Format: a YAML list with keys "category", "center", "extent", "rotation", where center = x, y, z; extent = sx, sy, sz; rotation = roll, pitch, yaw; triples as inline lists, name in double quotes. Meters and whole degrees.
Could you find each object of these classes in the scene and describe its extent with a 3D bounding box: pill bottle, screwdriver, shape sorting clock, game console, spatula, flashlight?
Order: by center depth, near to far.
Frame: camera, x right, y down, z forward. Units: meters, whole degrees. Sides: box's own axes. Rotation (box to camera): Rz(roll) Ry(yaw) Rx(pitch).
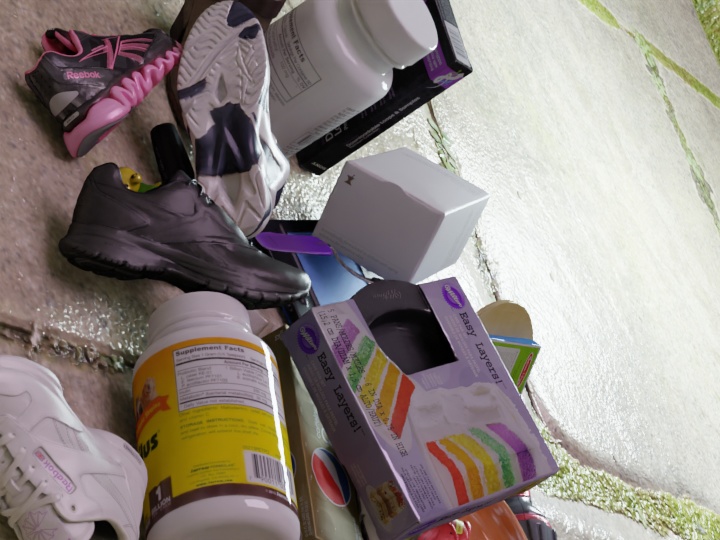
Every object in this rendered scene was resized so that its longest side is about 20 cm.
- category: "pill bottle"
  center: [-0.108, 0.117, 1.315]
  extent: [0.109, 0.109, 0.201]
  rotation: [35, 34, -43]
- category: "screwdriver"
  center: [-0.134, -0.034, 1.532]
  extent: [0.028, 0.029, 0.201]
  rotation: [4, 58, -61]
- category: "spatula"
  center: [0.000, 0.000, 1.590]
  extent: [0.199, 0.021, 0.057]
  rotation: [22, 9, -24]
- category: "shape sorting clock"
  center: [0.095, 0.118, 1.648]
  extent: [0.039, 0.201, 0.200]
  rotation: [27, 5, 33]
- category: "game console"
  center: [0.018, 0.009, 1.670]
  extent: [0.200, 0.118, 0.171]
  rotation: [-3, 65, -64]
- category: "pill bottle"
  center: [-0.033, -0.194, 1.695]
  extent: [0.114, 0.199, 0.115]
  rotation: [44, 29, -32]
- category: "flashlight"
  center: [0.148, 0.202, 1.766]
  extent: [0.068, 0.068, 0.201]
  rotation: [36, 34, -36]

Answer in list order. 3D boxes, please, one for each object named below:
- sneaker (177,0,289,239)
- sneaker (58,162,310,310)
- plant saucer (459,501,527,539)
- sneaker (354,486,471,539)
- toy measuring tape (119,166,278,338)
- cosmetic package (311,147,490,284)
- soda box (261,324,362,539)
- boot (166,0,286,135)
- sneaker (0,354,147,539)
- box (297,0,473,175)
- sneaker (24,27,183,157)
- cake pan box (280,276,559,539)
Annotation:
- category: "sneaker"
  center: [-0.106, -0.120, 1.558]
  extent: [0.130, 0.079, 0.200]
  rotation: [79, 1, -83]
- category: "sneaker"
  center: [-0.125, -0.025, 1.383]
  extent: [0.199, 0.076, 0.091]
  rotation: [18, 76, -25]
- category: "plant saucer"
  center: [0.089, 0.269, 1.585]
  extent: [0.200, 0.037, 0.201]
  rotation: [33, 44, -39]
- category: "sneaker"
  center: [0.045, 0.212, 1.477]
  extent: [0.077, 0.084, 0.201]
  rotation: [132, -63, -83]
- category: "toy measuring tape"
  center: [-0.126, -0.008, 1.458]
  extent: [0.200, 0.073, 0.074]
  rotation: [47, 27, -19]
- category: "cosmetic package"
  center: [0.042, -0.054, 1.719]
  extent: [0.107, 0.085, 0.200]
  rotation: [30, 16, 12]
- category: "soda box"
  center: [-0.052, 0.147, 1.444]
  extent: [0.068, 0.064, 0.201]
  rotation: [35, 34, -44]
- category: "boot"
  center: [-0.109, -0.211, 1.624]
  extent: [0.070, 0.146, 0.201]
  rotation: [11, 47, -41]
- category: "sneaker"
  center: [-0.205, 0.124, 1.159]
  extent: [0.200, 0.075, 0.100]
  rotation: [40, 29, -36]
- category: "box"
  center: [0.007, -0.203, 1.787]
  extent: [0.036, 0.200, 0.144]
  rotation: [23, 42, -47]
- category: "sneaker"
  center: [-0.213, -0.170, 1.491]
  extent: [0.095, 0.079, 0.200]
  rotation: [44, 25, -7]
- category: "cake pan box"
  center: [0.048, 0.105, 1.472]
  extent: [0.184, 0.052, 0.201]
  rotation: [-9, 66, -47]
